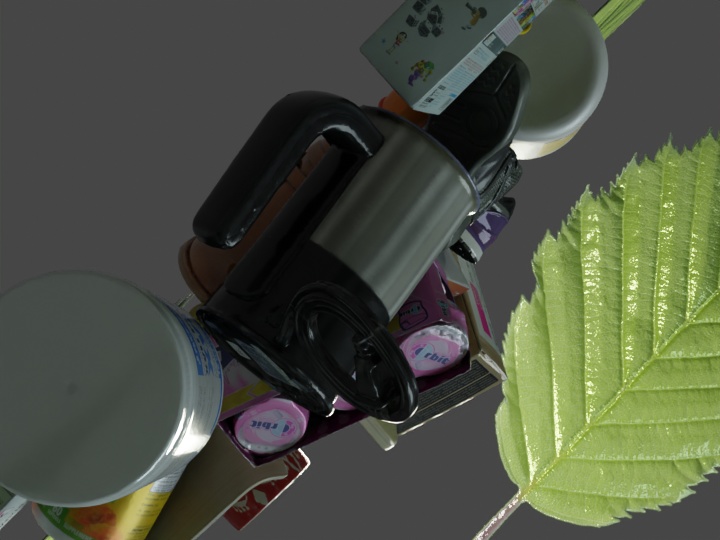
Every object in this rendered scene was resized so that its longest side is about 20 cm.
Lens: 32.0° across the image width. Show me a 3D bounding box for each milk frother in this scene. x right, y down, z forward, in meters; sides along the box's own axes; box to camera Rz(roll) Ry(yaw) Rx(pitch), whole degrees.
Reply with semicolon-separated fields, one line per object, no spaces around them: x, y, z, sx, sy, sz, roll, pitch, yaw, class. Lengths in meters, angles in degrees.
0.009;-0.005;0.832;0.189;0.199;0.181;-53;149;-15;milk frother

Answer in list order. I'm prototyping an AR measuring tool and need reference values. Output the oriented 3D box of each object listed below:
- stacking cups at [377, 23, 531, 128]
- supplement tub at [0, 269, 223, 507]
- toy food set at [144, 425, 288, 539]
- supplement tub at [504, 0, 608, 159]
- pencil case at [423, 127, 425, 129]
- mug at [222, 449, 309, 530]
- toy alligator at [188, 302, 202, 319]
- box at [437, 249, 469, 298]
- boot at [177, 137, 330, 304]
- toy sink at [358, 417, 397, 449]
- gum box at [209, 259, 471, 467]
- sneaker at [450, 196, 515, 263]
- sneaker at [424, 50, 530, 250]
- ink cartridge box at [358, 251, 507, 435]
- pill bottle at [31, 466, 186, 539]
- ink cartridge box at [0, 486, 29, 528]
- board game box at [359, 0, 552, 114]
0.067;-0.166;1.104;0.200;0.061;0.060;-46;176;40;stacking cups
-0.156;0.071;0.765;0.132;0.132;0.200;-43;177;-5;supplement tub
-0.169;0.204;1.239;0.200;0.144;0.060;-43;146;18;toy food set
0.161;-0.187;1.235;0.145;0.145;0.200;-44;177;2;supplement tub
0.038;-0.099;1.377;0.090;0.083;0.200;-23;163;-44;pencil case
-0.175;0.189;1.373;0.177;0.200;0.133;-44;177;2;mug
-0.155;0.058;1.297;0.054;0.060;0.200;13;-136;44;toy alligator
0.000;0.000;1.280;0.152;0.107;0.200;-33;162;16;box
-0.052;-0.042;0.969;0.155;0.077;0.200;-39;-176;19;boot
0.010;0.034;1.103;0.112;0.200;0.131;-32;-155;14;toy sink
-0.014;0.055;0.970;0.199;0.066;0.114;-26;-140;11;gum box
0.086;-0.104;1.262;0.088;0.200;0.076;-46;-142;-9;sneaker
0.106;-0.117;1.107;0.114;0.076;0.200;-41;157;-48;sneaker
0.059;0.065;1.402;0.164;0.201;0.075;-28;137;18;ink cartridge box
-0.213;0.161;1.174;0.201;0.111;0.111;-60;175;7;pill bottle
-0.372;0.250;1.144;0.200;0.044;0.174;-44;175;-2;ink cartridge box
0.100;-0.210;0.943;0.200;0.064;0.148;-43;178;11;board game box
